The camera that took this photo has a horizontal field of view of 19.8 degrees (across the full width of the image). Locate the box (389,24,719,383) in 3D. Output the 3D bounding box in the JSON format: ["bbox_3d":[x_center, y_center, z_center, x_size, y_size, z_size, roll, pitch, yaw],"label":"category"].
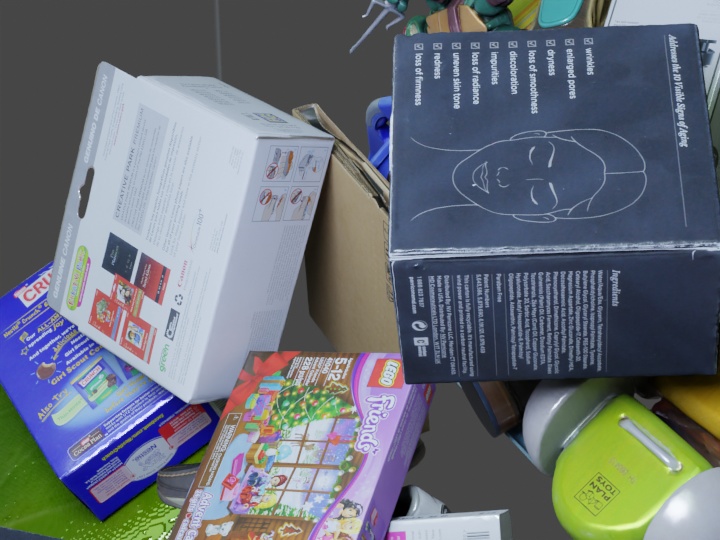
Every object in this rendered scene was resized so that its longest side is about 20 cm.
[{"bbox_3d":[0.120,-0.044,1.292,0.195,0.124,0.201,-3,47,6],"label":"box"}]

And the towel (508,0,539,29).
[{"bbox_3d":[0.140,-0.236,1.670,0.086,0.018,0.201,-37,53,52],"label":"towel"}]

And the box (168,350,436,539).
[{"bbox_3d":[-0.042,0.140,1.378,0.136,0.039,0.201,0,47,24],"label":"box"}]

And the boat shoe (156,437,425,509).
[{"bbox_3d":[-0.053,0.125,1.496,0.198,0.074,0.074,-12,92,8],"label":"boat shoe"}]

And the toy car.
[{"bbox_3d":[0.215,0.121,1.332,0.200,0.150,0.175,-39,51,-13],"label":"toy car"}]

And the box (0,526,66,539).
[{"bbox_3d":[-0.226,0.295,1.424,0.195,0.124,0.201,8,58,28],"label":"box"}]

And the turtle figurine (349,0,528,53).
[{"bbox_3d":[0.079,-0.187,1.635,0.199,0.150,0.101,-11,35,48],"label":"turtle figurine"}]

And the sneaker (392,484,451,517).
[{"bbox_3d":[-0.032,0.183,1.446,0.199,0.089,0.074,-15,50,16],"label":"sneaker"}]

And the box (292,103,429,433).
[{"bbox_3d":[0.000,0.000,1.501,0.021,0.201,0.164,-21,43,-19],"label":"box"}]

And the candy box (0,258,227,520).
[{"bbox_3d":[-0.192,0.068,1.619,0.169,0.077,0.200,-36,49,-4],"label":"candy box"}]

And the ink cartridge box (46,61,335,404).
[{"bbox_3d":[-0.128,-0.033,1.490,0.175,0.084,0.201,29,111,37],"label":"ink cartridge box"}]

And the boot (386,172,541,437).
[{"bbox_3d":[0.093,0.007,1.458,0.096,0.201,0.075,-25,8,-9],"label":"boot"}]

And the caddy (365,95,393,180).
[{"bbox_3d":[0.046,-0.090,1.551,0.105,0.200,0.142,41,76,0],"label":"caddy"}]

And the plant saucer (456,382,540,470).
[{"bbox_3d":[0.105,0.071,1.515,0.070,0.019,0.200,-38,47,-6],"label":"plant saucer"}]

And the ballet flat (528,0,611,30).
[{"bbox_3d":[0.148,-0.155,1.501,0.068,0.063,0.201,-4,40,33],"label":"ballet flat"}]

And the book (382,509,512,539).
[{"bbox_3d":[0.006,0.232,1.370,0.199,0.048,0.135,-5,88,20],"label":"book"}]

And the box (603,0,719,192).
[{"bbox_3d":[0.215,-0.105,1.460,0.116,0.060,0.201,10,81,44],"label":"box"}]
